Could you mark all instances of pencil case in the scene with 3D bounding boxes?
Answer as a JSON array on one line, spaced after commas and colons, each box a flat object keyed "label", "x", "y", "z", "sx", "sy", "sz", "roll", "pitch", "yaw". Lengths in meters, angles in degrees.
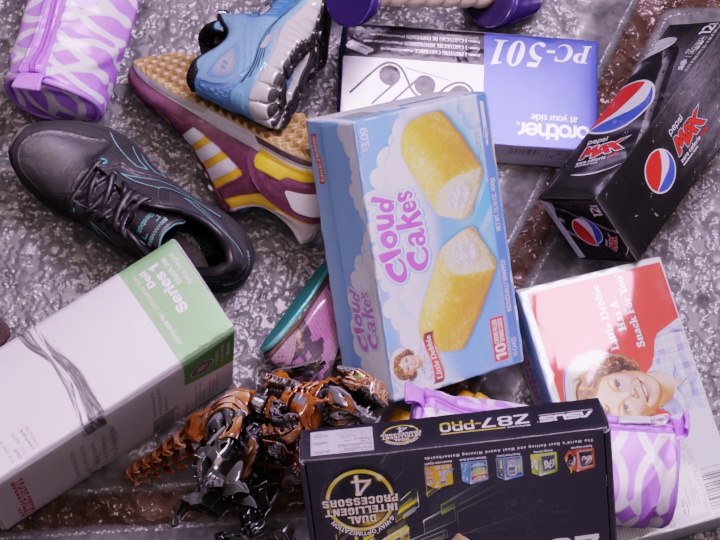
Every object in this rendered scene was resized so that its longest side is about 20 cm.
[{"label": "pencil case", "x": -0.210, "y": -0.211, "z": 1.376, "sx": 0.084, "sy": 0.086, "sz": 0.200, "roll": 6, "pitch": 73, "yaw": 10}, {"label": "pencil case", "x": 0.124, "y": 0.127, "z": 1.239, "sx": 0.200, "sy": 0.086, "sz": 0.084, "roll": 4, "pitch": 38, "yaw": -4}]

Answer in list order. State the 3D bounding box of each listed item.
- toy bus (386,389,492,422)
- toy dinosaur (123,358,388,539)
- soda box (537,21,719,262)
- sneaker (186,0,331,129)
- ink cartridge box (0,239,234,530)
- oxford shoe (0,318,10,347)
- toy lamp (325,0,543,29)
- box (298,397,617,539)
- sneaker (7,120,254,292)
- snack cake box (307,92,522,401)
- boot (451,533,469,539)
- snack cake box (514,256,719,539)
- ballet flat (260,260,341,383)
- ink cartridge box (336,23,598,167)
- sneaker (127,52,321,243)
[{"label": "toy bus", "x": 0.026, "y": 0.171, "z": 1.298, "sx": 0.078, "sy": 0.065, "sz": 0.200, "roll": 31, "pitch": 73, "yaw": 6}, {"label": "toy dinosaur", "x": -0.073, "y": 0.128, "z": 1.271, "sx": 0.102, "sy": 0.200, "sz": 0.136, "roll": 31, "pitch": 46, "yaw": -27}, {"label": "soda box", "x": 0.223, "y": -0.100, "z": 1.378, "sx": 0.200, "sy": 0.063, "sz": 0.071, "roll": -51, "pitch": 120, "yaw": -25}, {"label": "sneaker", "x": -0.073, "y": -0.180, "z": 1.356, "sx": 0.090, "sy": 0.078, "sz": 0.200, "roll": 13, "pitch": 32, "yaw": 9}, {"label": "ink cartridge box", "x": -0.190, "y": 0.082, "z": 1.262, "sx": 0.200, "sy": 0.146, "sz": 0.084, "roll": -32, "pitch": 77, "yaw": -15}, {"label": "oxford shoe", "x": -0.339, "y": 0.001, "z": 1.326, "sx": 0.200, "sy": 0.071, "sz": 0.073, "roll": 45, "pitch": 46, "yaw": 12}, {"label": "toy lamp", "x": 0.064, "y": -0.211, "z": 1.382, "sx": 0.200, "sy": 0.058, "sz": 0.058, "roll": -8, "pitch": 70, "yaw": -45}, {"label": "box", "x": 0.066, "y": 0.173, "z": 1.190, "sx": 0.200, "sy": 0.049, "sz": 0.161, "roll": -6, "pitch": 114, "yaw": 0}, {"label": "sneaker", "x": -0.165, "y": -0.051, "z": 1.324, "sx": 0.200, "sy": 0.079, "sz": 0.075, "roll": 28, "pitch": 93, "yaw": -4}, {"label": "snack cake box", "x": 0.039, "y": -0.020, "z": 1.295, "sx": 0.115, "sy": 0.067, "sz": 0.200, "roll": -16, "pitch": 103, "yaw": -31}, {"label": "boot", "x": 0.007, "y": 0.246, "z": 1.150, "sx": 0.175, "sy": 0.066, "sz": 0.200, "roll": 40, "pitch": 92, "yaw": -9}, {"label": "snack cake box", "x": 0.191, "y": 0.102, "z": 1.334, "sx": 0.115, "sy": 0.067, "sz": 0.200, "roll": -13, "pitch": 74, "yaw": -7}, {"label": "ballet flat", "x": 0.000, "y": 0.000, "z": 1.355, "sx": 0.071, "sy": 0.069, "sz": 0.200, "roll": 33, "pitch": 76, "yaw": -14}, {"label": "ink cartridge box", "x": 0.083, "y": -0.135, "z": 1.410, "sx": 0.200, "sy": 0.044, "sz": 0.094, "roll": 3, "pitch": 74, "yaw": -5}, {"label": "sneaker", "x": -0.103, "y": -0.092, "z": 1.365, "sx": 0.200, "sy": 0.090, "sz": 0.075, "roll": 32, "pitch": 35, "yaw": 30}]
